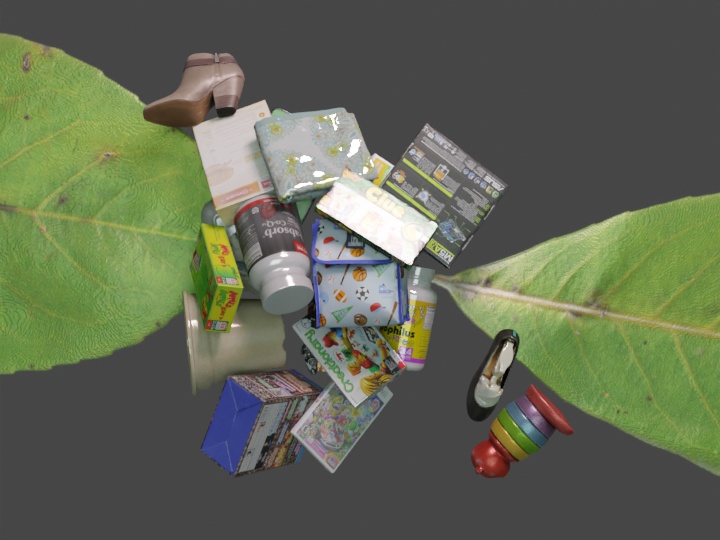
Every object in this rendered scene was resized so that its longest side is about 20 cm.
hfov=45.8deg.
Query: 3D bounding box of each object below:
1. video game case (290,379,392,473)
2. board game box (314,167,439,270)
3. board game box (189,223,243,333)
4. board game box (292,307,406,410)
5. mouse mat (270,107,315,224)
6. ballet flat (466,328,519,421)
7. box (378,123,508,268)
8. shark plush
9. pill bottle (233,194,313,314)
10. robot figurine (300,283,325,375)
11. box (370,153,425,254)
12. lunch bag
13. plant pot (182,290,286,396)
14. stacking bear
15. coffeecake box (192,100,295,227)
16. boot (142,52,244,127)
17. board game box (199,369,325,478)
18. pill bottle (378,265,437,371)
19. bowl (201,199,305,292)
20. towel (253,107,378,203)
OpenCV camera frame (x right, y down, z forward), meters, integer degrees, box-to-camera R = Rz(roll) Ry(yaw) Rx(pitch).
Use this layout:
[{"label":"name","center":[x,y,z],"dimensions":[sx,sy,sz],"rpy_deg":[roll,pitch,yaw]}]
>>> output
[{"label":"video game case","center":[-0.033,0.277,1.660],"dimensions":[0.200,0.018,0.143],"rpy_deg":[-50,127,-18]},{"label":"board game box","center":[0.029,-0.093,1.500],"dimensions":[0.199,0.023,0.105],"rpy_deg":[32,61,8]},{"label":"board game box","center":[-0.266,0.011,1.558],"dimensions":[0.047,0.200,0.102],"rpy_deg":[6,122,-24]},{"label":"board game box","center":[-0.022,0.147,1.623],"dimensions":[0.126,0.035,0.200],"rpy_deg":[-38,75,-9]},{"label":"mouse mat","center":[-0.148,-0.207,1.715],"dimensions":[0.160,0.008,0.201],"rpy_deg":[28,91,-2]},{"label":"ballet flat","center":[0.265,0.211,1.707],"dimensions":[0.068,0.068,0.201],"rpy_deg":[20,91,-3]},{"label":"box","center":[0.143,-0.138,1.596],"dimensions":[0.200,0.048,0.194],"rpy_deg":[36,91,-3]},{"label":"shark plush","center":[-0.172,0.006,1.616],"dimensions":[0.199,0.091,0.084],"rpy_deg":[26,61,4]},{"label":"pill bottle","center":[-0.155,-0.029,1.547],"dimensions":[0.115,0.116,0.201],"rpy_deg":[-19,60,-1]},{"label":"robot figurine","center":[-0.046,0.118,1.700],"dimensions":[0.144,0.058,0.201],"rpy_deg":[2,91,-2]},{"label":"box","center":[0.078,-0.128,1.671],"dimensions":[0.199,0.112,0.102],"rpy_deg":[33,88,-4]},{"label":"lunch bag","center":[0.000,0.000,1.551],"dimensions":[0.169,0.124,0.201],"rpy_deg":[-1,92,9]},{"label":"plant pot","center":[-0.242,0.130,1.642],"dimensions":[0.182,0.200,0.202],"rpy_deg":[-6,91,-13]},{"label":"stacking bear","center":[0.306,0.334,1.696],"dimensions":[0.200,0.121,0.114],"rpy_deg":[-44,94,7]},{"label":"coffeecake box","center":[-0.221,-0.206,1.636],"dimensions":[0.153,0.073,0.201],"rpy_deg":[-19,65,0]},{"label":"boot","center":[-0.324,-0.357,1.654],"dimensions":[0.199,0.070,0.147],"rpy_deg":[-5,59,-13]},{"label":"board game box","center":[-0.179,0.283,1.607],"dimensions":[0.097,0.200,0.160],"rpy_deg":[29,103,30]},{"label":"pill bottle","center":[0.092,0.090,1.681],"dimensions":[0.104,0.104,0.201],"rpy_deg":[11,90,-2]},{"label":"bowl","center":[-0.214,-0.060,1.680],"dimensions":[0.199,0.075,0.201],"rpy_deg":[-11,92,1]},{"label":"towel","center":[-0.082,-0.217,1.579],"dimensions":[0.199,0.048,0.172],"rpy_deg":[-13,63,-20]}]
